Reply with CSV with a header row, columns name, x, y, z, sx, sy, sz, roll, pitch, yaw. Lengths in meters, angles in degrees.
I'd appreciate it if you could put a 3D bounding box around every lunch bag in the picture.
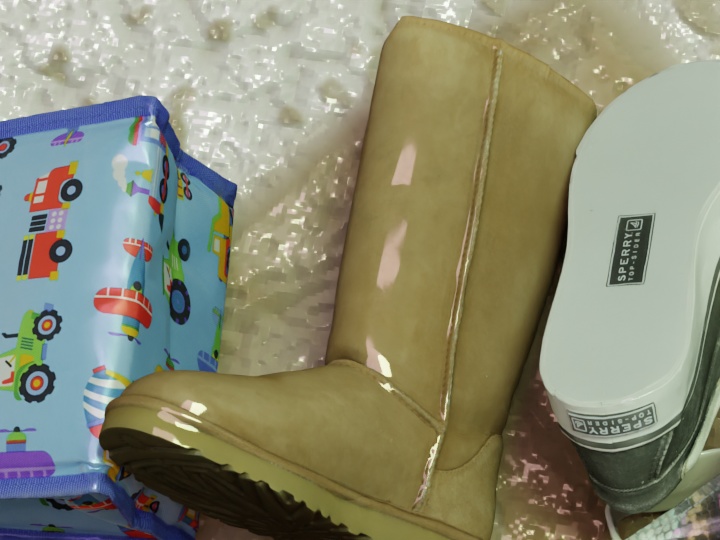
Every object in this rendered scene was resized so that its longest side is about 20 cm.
name,x,y,z,sx,sy,sz,roll,pitch,yaw
lunch bag,-0.160,0.025,0.862,0.199,0.094,0.151,-2,68,18

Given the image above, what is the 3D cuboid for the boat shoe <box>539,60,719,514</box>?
name,x,y,z,sx,sy,sz,roll,pitch,yaw
boat shoe,0.110,0.001,0.841,0.071,0.064,0.200,1,43,24

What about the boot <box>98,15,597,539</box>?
name,x,y,z,sx,sy,sz,roll,pitch,yaw
boot,0.000,0.000,0.821,0.066,0.175,0.201,-8,62,46

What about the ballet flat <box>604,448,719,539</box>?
name,x,y,z,sx,sy,sz,roll,pitch,yaw
ballet flat,0.099,0.112,0.804,0.200,0.069,0.071,-31,45,-14
